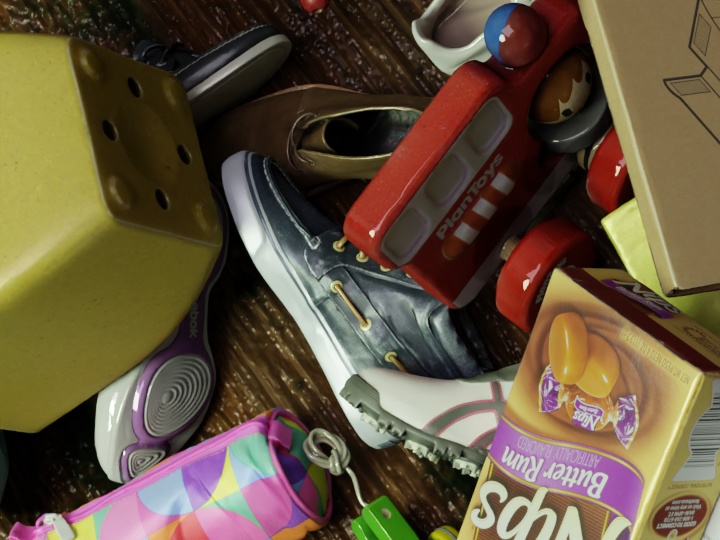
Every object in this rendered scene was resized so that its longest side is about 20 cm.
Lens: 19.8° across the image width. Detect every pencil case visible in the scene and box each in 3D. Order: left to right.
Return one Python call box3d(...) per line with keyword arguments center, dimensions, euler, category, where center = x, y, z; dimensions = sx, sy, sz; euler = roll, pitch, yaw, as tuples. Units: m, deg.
box3d(center=(-0.115, 0.157, 1.277), dimensions=(0.199, 0.088, 0.089), euler=(-26, 72, 15), category="pencil case")

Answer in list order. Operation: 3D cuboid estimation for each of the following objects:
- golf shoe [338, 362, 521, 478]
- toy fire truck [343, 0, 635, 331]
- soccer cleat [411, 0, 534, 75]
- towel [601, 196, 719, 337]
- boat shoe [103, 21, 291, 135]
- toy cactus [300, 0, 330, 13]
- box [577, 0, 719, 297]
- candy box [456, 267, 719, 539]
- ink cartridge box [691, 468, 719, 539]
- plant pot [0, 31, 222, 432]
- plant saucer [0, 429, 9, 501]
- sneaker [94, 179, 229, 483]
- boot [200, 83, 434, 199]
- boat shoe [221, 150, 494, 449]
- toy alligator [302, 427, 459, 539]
box3d(center=(0.089, 0.082, 1.180), dimensions=(0.198, 0.077, 0.089), euler=(18, 85, 8), category="golf shoe")
box3d(center=(0.085, -0.070, 1.146), dimensions=(0.112, 0.168, 0.201), euler=(38, 90, 27), category="toy fire truck")
box3d(center=(0.115, -0.185, 1.203), dimensions=(0.200, 0.077, 0.070), euler=(-42, 66, 19), category="soccer cleat")
box3d(center=(0.216, 0.037, 1.126), dimensions=(0.086, 0.018, 0.201), euler=(-32, 85, 19), category="towel")
box3d(center=(-0.132, -0.115, 1.338), dimensions=(0.199, 0.074, 0.067), euler=(-35, 78, 33), category="boat shoe")
box3d(center=(0.023, -0.263, 1.265), dimensions=(0.199, 0.102, 0.166), euler=(-36, 58, 31), category="toy cactus")
box3d(center=(0.208, -0.093, 1.107), dimensions=(0.021, 0.162, 0.202), euler=(135, 123, -63), category="box")
box3d(center=(0.121, 0.114, 1.067), dimensions=(0.117, 0.056, 0.202), euler=(38, 118, 46), category="candy box")
box3d(center=(0.206, 0.179, 1.059), dimensions=(0.145, 0.083, 0.202), euler=(36, 116, 57), category="ink cartridge box")
box3d(center=(-0.199, -0.035, 1.226), dimensions=(0.199, 0.194, 0.197), euler=(-24, 70, 27), category="plant pot")
box3d(center=(-0.262, 0.079, 1.345), dimensions=(0.038, 0.201, 0.203), euler=(-17, 73, -7), category="plant saucer")
box3d(center=(-0.141, 0.037, 1.337), dimensions=(0.099, 0.075, 0.202), euler=(6, 82, 42), category="sneaker")
box3d(center=(-0.027, -0.084, 1.274), dimensions=(0.198, 0.075, 0.075), euler=(-2, 86, 31), category="boot")
box3d(center=(0.000, 0.000, 1.242), dimensions=(0.090, 0.071, 0.201), euler=(-31, 89, 17), category="boat shoe")
box3d(center=(0.029, 0.179, 1.227), dimensions=(0.200, 0.059, 0.055), euler=(47, 147, 25), category="toy alligator")
